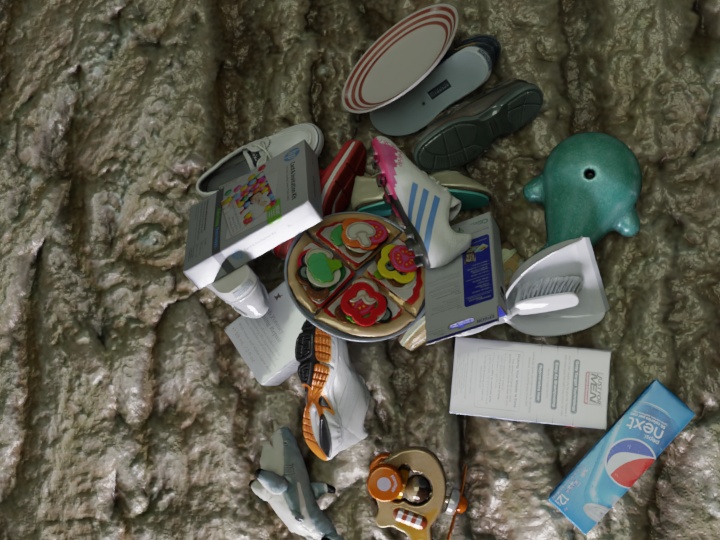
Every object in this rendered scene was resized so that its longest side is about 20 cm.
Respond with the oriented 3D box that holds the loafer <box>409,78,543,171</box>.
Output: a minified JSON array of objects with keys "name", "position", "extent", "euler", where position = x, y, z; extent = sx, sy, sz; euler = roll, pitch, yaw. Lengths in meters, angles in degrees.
[{"name":"loafer","position":[0.151,-0.199,1.223],"extent":[0.199,0.072,0.063],"euler":[-28,41,-8]}]

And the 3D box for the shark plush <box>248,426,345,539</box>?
[{"name":"shark plush","position":[-0.069,0.309,1.216],"extent":[0.083,0.091,0.200],"euler":[-37,67,-25]}]

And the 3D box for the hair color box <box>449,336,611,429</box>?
[{"name":"hair color box","position":[0.220,0.145,1.167],"extent":[0.198,0.060,0.101],"euler":[4,83,15]}]

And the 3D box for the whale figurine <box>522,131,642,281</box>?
[{"name":"whale figurine","position":[0.283,-0.081,1.163],"extent":[0.158,0.104,0.202],"euler":[23,91,15]}]

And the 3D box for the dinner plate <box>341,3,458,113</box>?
[{"name":"dinner plate","position":[0.057,-0.286,1.237],"extent":[0.199,0.024,0.201],"euler":[-30,34,23]}]

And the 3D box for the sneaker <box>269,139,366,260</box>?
[{"name":"sneaker","position":[-0.081,-0.112,1.274],"extent":[0.115,0.078,0.201],"euler":[26,78,23]}]

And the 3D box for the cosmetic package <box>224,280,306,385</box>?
[{"name":"cosmetic package","position":[-0.076,0.062,1.249],"extent":[0.200,0.074,0.102],"euler":[-39,76,7]}]

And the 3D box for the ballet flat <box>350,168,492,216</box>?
[{"name":"ballet flat","position":[0.082,-0.116,1.242],"extent":[0.198,0.069,0.070],"euler":[-4,81,13]}]

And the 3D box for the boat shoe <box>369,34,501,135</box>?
[{"name":"boat shoe","position":[0.107,-0.256,1.255],"extent":[0.199,0.091,0.071],"euler":[-23,106,35]}]

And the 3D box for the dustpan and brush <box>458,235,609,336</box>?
[{"name":"dustpan and brush","position":[0.209,0.044,1.155],"extent":[0.198,0.140,0.058],"euler":[-13,37,19]}]

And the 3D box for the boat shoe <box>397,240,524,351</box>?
[{"name":"boat shoe","position":[0.142,0.050,1.200],"extent":[0.200,0.072,0.076],"euler":[-40,87,6]}]

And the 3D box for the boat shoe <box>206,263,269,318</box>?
[{"name":"boat shoe","position":[-0.173,0.015,1.247],"extent":[0.072,0.200,0.069],"euler":[-42,116,-14]}]

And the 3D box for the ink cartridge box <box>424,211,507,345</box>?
[{"name":"ink cartridge box","position":[0.131,0.017,1.137],"extent":[0.099,0.039,0.201],"euler":[-19,38,21]}]

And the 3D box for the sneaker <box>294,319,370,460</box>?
[{"name":"sneaker","position":[-0.030,0.144,1.204],"extent":[0.075,0.091,0.202],"euler":[14,109,46]}]

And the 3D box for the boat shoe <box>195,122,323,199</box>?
[{"name":"boat shoe","position":[-0.145,-0.152,1.300],"extent":[0.199,0.065,0.074],"euler":[-33,75,8]}]

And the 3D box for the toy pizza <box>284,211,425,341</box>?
[{"name":"toy pizza","position":[0.000,0.000,1.177],"extent":[0.198,0.032,0.202],"euler":[4,57,-7]}]

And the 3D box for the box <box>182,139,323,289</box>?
[{"name":"box","position":[-0.146,-0.077,1.221],"extent":[0.199,0.041,0.157],"euler":[-27,36,15]}]

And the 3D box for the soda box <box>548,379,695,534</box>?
[{"name":"soda box","position":[0.324,0.231,1.125],"extent":[0.064,0.068,0.200],"euler":[42,93,16]}]

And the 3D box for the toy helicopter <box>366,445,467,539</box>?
[{"name":"toy helicopter","position":[0.085,0.330,1.180],"extent":[0.131,0.079,0.202],"euler":[-9,90,3]}]

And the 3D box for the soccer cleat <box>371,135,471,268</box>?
[{"name":"soccer cleat","position":[0.079,-0.096,1.174],"extent":[0.086,0.070,0.201],"euler":[-21,68,-6]}]
